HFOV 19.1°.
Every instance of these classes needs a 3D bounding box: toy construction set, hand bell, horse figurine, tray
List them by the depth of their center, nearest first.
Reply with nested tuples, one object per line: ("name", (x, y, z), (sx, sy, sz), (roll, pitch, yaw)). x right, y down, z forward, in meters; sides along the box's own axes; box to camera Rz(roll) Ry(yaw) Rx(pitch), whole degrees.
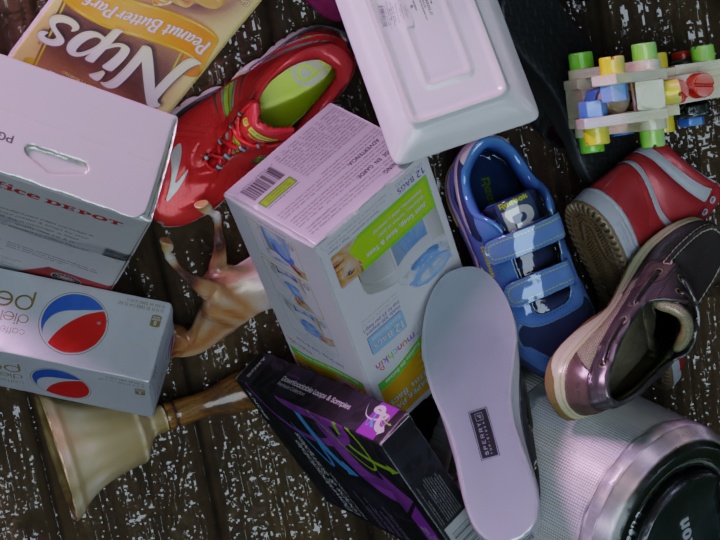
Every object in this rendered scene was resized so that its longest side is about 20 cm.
("tray", (0.041, -0.181, 1.457), (0.107, 0.022, 0.201), (-19, 79, -5))
("toy construction set", (0.230, -0.123, 1.529), (0.199, 0.131, 0.093), (6, 87, -22))
("horse figurine", (-0.070, -0.010, 1.589), (0.199, 0.050, 0.133), (-25, 133, -12))
("hand bell", (-0.137, 0.109, 1.619), (0.199, 0.104, 0.105), (-17, 106, -13))

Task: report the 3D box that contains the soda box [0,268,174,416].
("soda box", (-0.239, 0.047, 1.560), (0.199, 0.064, 0.068), (11, 62, 5))

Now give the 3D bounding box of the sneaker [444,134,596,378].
("sneaker", (0.118, -0.011, 1.561), (0.074, 0.082, 0.201), (-23, 72, -12))

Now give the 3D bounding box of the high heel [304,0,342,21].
("high heel", (-0.096, -0.242, 1.525), (0.096, 0.067, 0.200), (-38, 100, -5))

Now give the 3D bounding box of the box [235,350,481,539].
("box", (0.003, 0.139, 1.560), (0.036, 0.200, 0.143), (-44, 121, -16))

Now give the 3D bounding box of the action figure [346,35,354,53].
("action figure", (0.047, -0.239, 1.531), (0.118, 0.102, 0.201), (14, 74, 2))

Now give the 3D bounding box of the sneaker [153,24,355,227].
("sneaker", (-0.085, -0.107, 1.557), (0.200, 0.085, 0.077), (-43, 104, 6))

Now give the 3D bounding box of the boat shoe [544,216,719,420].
("boat shoe", (0.212, 0.037, 1.523), (0.200, 0.065, 0.073), (-48, 122, -28))

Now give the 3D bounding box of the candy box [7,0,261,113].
("candy box", (-0.157, -0.180, 1.515), (0.115, 0.055, 0.200), (36, 118, -13))

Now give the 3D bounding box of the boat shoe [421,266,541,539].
("boat shoe", (0.091, 0.099, 1.501), (0.070, 0.066, 0.201), (-16, 74, 5))

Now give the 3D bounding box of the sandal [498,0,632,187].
("sandal", (0.144, -0.141, 1.582), (0.075, 0.048, 0.201), (-54, 126, -28))

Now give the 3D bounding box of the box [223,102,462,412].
("box", (0.000, 0.000, 1.529), (0.112, 0.101, 0.201), (-41, 137, -21))

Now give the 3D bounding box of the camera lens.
("camera lens", (0.166, 0.162, 1.570), (0.159, 0.200, 0.161), (-20, 120, -37))

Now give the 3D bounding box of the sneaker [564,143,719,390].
("sneaker", (0.229, -0.008, 1.622), (0.112, 0.071, 0.201), (-43, 132, -23))

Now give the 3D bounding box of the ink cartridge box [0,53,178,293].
("ink cartridge box", (-0.220, -0.062, 1.492), (0.146, 0.200, 0.083), (19, 69, -10))
